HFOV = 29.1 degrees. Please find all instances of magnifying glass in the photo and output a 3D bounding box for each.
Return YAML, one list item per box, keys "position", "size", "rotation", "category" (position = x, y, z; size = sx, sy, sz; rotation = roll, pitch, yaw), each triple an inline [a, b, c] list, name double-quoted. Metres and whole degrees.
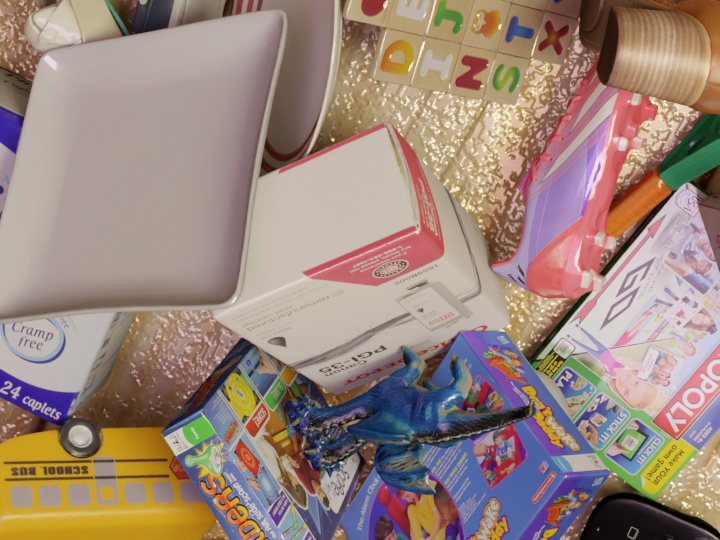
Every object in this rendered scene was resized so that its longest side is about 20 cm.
- position: [0.224, -0.075, 0.943]
  size: [0.022, 0.080, 0.200]
  rotation: [44, 117, -12]
  category: "magnifying glass"

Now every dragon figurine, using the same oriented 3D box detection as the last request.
- position: [0.032, 0.105, 0.897]
  size: [0.099, 0.200, 0.059]
  rotation: [-44, 121, -24]
  category: "dragon figurine"

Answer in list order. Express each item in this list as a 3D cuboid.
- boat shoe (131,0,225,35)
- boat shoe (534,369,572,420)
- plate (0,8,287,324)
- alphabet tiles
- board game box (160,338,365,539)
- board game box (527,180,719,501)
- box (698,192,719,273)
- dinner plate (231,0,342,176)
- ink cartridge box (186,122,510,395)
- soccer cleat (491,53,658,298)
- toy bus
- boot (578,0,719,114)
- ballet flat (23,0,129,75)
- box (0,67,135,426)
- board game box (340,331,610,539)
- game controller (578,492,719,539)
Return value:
- position: [-0.121, -0.209, 0.958]
  size: [0.062, 0.075, 0.200]
  rotation: [29, 122, 24]
  category: "boat shoe"
- position: [0.114, 0.169, 1.007]
  size: [0.069, 0.057, 0.200]
  rotation: [9, 115, 15]
  category: "boat shoe"
- position: [-0.138, -0.060, 0.874]
  size: [0.200, 0.032, 0.200]
  rotation: [-4, 66, 28]
  category: "plate"
- position: [0.078, -0.194, 0.890]
  size: [0.006, 0.200, 0.167]
  rotation: [32, 111, 45]
  category: "alphabet tiles"
- position: [-0.060, 0.125, 0.966]
  size: [0.034, 0.200, 0.135]
  rotation: [-30, 97, 16]
  category: "board game box"
- position: [0.220, 0.050, 0.991]
  size: [0.135, 0.029, 0.200]
  rotation: [37, 106, 0]
  category: "board game box"
- position: [0.333, -0.029, 0.859]
  size: [0.200, 0.176, 0.097]
  rotation: [-19, 95, 2]
  category: "box"
- position: [-0.047, -0.149, 0.915]
  size: [0.024, 0.200, 0.200]
  rotation: [2, 106, -23]
  category: "dinner plate"
- position: [0.000, 0.000, 0.920]
  size: [0.146, 0.200, 0.083]
  rotation: [-23, 64, 14]
  category: "ink cartridge box"
- position: [0.147, -0.079, 0.940]
  size: [0.076, 0.067, 0.200]
  rotation: [15, 90, 24]
  category: "soccer cleat"
- position: [-0.170, 0.154, 1.002]
  size: [0.200, 0.078, 0.065]
  rotation: [2, 150, -27]
  category: "toy bus"
- position: [0.223, -0.158, 0.867]
  size: [0.155, 0.200, 0.077]
  rotation: [8, 119, -4]
  category: "boot"
- position: [-0.215, -0.192, 0.967]
  size: [0.069, 0.069, 0.200]
  rotation: [-26, 84, 14]
  category: "ballet flat"
- position: [-0.245, -0.022, 1.009]
  size: [0.184, 0.105, 0.200]
  rotation: [25, 106, 2]
  category: "box"
- position: [0.072, 0.160, 0.970]
  size: [0.135, 0.045, 0.200]
  rotation: [56, 129, 36]
  category: "board game box"
- position: [0.195, 0.257, 1.030]
  size: [0.104, 0.042, 0.200]
  rotation: [19, 113, 3]
  category: "game controller"
